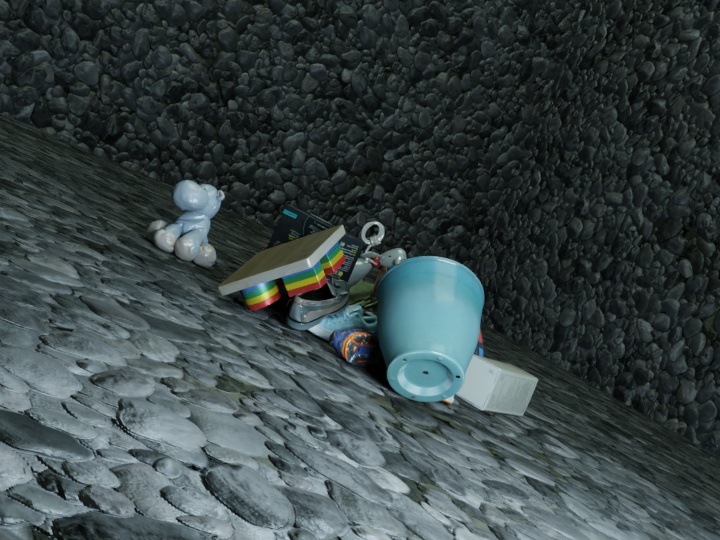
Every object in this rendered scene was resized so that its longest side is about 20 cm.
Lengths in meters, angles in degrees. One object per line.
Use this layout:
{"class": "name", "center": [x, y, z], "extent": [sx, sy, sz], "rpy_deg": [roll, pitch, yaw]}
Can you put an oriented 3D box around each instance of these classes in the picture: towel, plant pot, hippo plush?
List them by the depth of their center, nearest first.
{"class": "plant pot", "center": [0.118, 0.113, 1.449], "extent": [0.197, 0.201, 0.190], "rpy_deg": [24, 42, -15]}
{"class": "hippo plush", "center": [-0.351, -0.106, 1.824], "extent": [0.158, 0.163, 0.199], "rpy_deg": [27, 5, 38]}
{"class": "towel", "center": [-0.039, 0.062, 1.893], "extent": [0.147, 0.037, 0.198], "rpy_deg": [-21, 22, -36]}

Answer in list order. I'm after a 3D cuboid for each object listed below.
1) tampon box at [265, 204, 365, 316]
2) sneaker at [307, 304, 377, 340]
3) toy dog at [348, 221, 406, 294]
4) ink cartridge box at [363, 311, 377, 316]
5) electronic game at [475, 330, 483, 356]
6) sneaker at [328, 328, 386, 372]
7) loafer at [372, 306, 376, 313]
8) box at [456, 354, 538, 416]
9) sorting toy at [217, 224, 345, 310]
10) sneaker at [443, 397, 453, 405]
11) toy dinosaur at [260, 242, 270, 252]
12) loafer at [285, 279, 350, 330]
{"class": "tampon box", "center": [-0.111, -0.007, 1.732], "extent": [0.149, 0.203, 0.126], "rpy_deg": [28, 5, 29]}
{"class": "sneaker", "center": [-0.038, 0.099, 1.662], "extent": [0.198, 0.083, 0.073], "rpy_deg": [19, 5, -46]}
{"class": "toy dog", "center": [0.000, 0.000, 1.810], "extent": [0.133, 0.199, 0.097], "rpy_deg": [52, 10, -19]}
{"class": "ink cartridge box", "center": [0.033, 0.136, 1.865], "extent": [0.108, 0.051, 0.200], "rpy_deg": [27, 4, 17]}
{"class": "electronic game", "center": [0.246, 0.162, 1.982], "extent": [0.041, 0.204, 0.199], "rpy_deg": [-13, -18, 30]}
{"class": "sneaker", "center": [0.017, 0.140, 1.564], "extent": [0.078, 0.076, 0.199], "rpy_deg": [23, 0, 40]}
{"class": "loafer", "center": [0.085, 0.087, 1.903], "extent": [0.069, 0.076, 0.200], "rpy_deg": [19, 6, -16]}
{"class": "box", "center": [0.287, 0.243, 1.752], "extent": [0.077, 0.096, 0.199], "rpy_deg": [26, 3, 37]}
{"class": "sorting toy", "center": [-0.135, 0.002, 1.569], "extent": [0.196, 0.071, 0.200], "rpy_deg": [-17, 15, 23]}
{"class": "sneaker", "center": [0.153, 0.188, 1.610], "extent": [0.075, 0.093, 0.200], "rpy_deg": [23, 3, -13]}
{"class": "toy dinosaur", "center": [-0.182, -0.025, 1.852], "extent": [0.197, 0.138, 0.102], "rpy_deg": [-6, 30, -28]}
{"class": "loafer", "center": [-0.072, 0.051, 1.600], "extent": [0.071, 0.064, 0.200], "rpy_deg": [20, 27, 21]}
